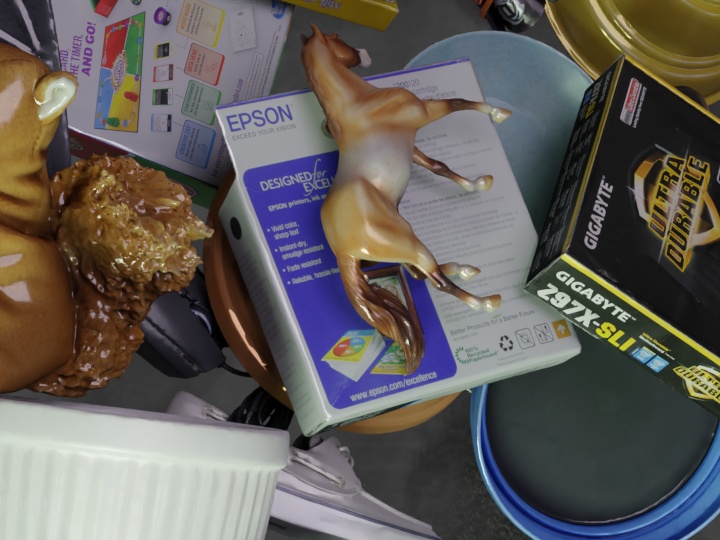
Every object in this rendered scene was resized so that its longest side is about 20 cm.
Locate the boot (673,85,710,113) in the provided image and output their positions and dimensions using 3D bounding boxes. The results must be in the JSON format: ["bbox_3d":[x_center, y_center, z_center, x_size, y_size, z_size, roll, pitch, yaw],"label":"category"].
[{"bbox_3d":[0.224,-0.024,1.619,0.075,0.074,0.200,7,84,-44],"label":"boot"}]

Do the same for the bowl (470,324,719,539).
[{"bbox_3d":[0.164,0.089,1.536,0.200,0.039,0.201,-3,101,-16],"label":"bowl"}]

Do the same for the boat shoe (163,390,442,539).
[{"bbox_3d":[-0.034,0.130,1.455,0.200,0.072,0.066,21,74,-12],"label":"boat shoe"}]

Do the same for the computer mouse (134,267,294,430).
[{"bbox_3d":[-0.099,0.007,1.442,0.200,0.046,0.140,38,45,3],"label":"computer mouse"}]

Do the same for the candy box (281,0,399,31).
[{"bbox_3d":[-0.073,-0.217,1.504,0.200,0.026,0.102,15,44,-28],"label":"candy box"}]

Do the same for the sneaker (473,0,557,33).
[{"bbox_3d":[0.077,-0.201,1.548,0.112,0.078,0.200,56,35,-8],"label":"sneaker"}]

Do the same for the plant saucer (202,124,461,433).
[{"bbox_3d":[0.000,0.000,1.451,0.200,0.037,0.200,12,65,-26],"label":"plant saucer"}]

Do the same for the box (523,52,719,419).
[{"bbox_3d":[0.198,-0.022,1.487,0.160,0.049,0.200,35,44,-13],"label":"box"}]

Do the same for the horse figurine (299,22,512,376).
[{"bbox_3d":[0.021,-0.045,1.376,0.132,0.050,0.200,19,61,-24],"label":"horse figurine"}]

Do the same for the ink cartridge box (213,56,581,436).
[{"bbox_3d":[0.018,-0.018,1.419,0.198,0.043,0.200,-13,79,-34],"label":"ink cartridge box"}]

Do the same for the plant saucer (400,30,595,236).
[{"bbox_3d":[0.090,-0.058,1.566,0.201,0.039,0.201,6,75,-24],"label":"plant saucer"}]

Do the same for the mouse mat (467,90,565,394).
[{"bbox_3d":[0.096,-0.019,1.586,0.161,0.008,0.200,44,63,-11],"label":"mouse mat"}]

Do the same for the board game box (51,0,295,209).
[{"bbox_3d":[-0.150,-0.142,1.474,0.200,0.040,0.153,22,70,-20],"label":"board game box"}]

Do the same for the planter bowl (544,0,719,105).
[{"bbox_3d":[0.228,-0.218,1.653,0.200,0.083,0.201,6,76,-25],"label":"planter bowl"}]

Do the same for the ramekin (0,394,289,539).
[{"bbox_3d":[-0.144,0.128,1.309,0.200,0.200,0.105,9,87,-24],"label":"ramekin"}]

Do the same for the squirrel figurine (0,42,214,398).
[{"bbox_3d":[-0.191,-0.029,1.324,0.200,0.142,0.187,12,91,-27],"label":"squirrel figurine"}]

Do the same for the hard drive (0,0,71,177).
[{"bbox_3d":[-0.241,-0.105,1.378,0.135,0.042,0.200,-8,99,-8],"label":"hard drive"}]
